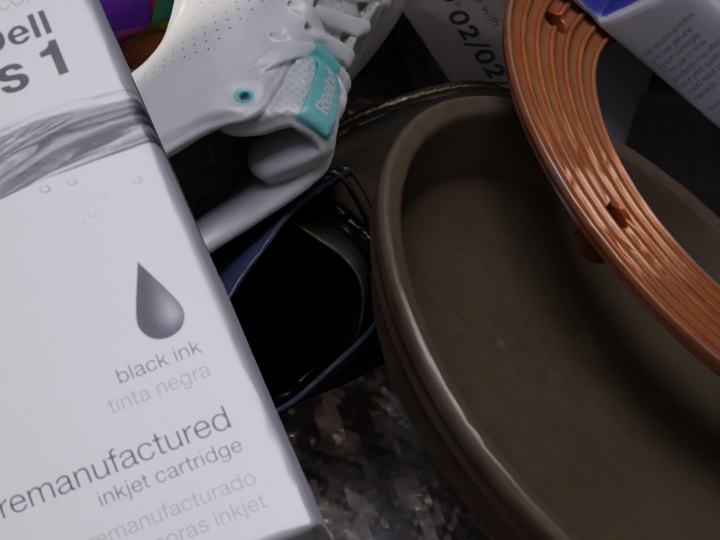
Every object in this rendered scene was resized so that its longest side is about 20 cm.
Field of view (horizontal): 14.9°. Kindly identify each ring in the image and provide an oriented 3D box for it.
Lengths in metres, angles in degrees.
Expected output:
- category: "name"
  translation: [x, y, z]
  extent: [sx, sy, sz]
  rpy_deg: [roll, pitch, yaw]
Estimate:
- category: "ring"
  translation: [0.119, -0.021, 0.868]
  extent: [0.200, 0.019, 0.200]
  rpy_deg: [29, 35, -23]

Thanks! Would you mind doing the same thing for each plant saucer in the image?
- category: "plant saucer"
  translation: [0.077, 0.035, 0.801]
  extent: [0.200, 0.029, 0.200]
  rpy_deg: [30, 36, -25]

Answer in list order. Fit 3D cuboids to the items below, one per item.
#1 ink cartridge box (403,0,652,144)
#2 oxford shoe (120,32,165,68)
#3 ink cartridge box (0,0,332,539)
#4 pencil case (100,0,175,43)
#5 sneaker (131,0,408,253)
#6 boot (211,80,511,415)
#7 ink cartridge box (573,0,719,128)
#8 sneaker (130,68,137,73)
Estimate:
- category: "ink cartridge box"
  translation: [0.058, -0.130, 0.958]
  extent: [0.068, 0.115, 0.200]
  rpy_deg: [-17, 34, 33]
- category: "oxford shoe"
  translation: [-0.033, -0.108, 0.972]
  extent: [0.071, 0.071, 0.200]
  rpy_deg: [24, 49, 24]
- category: "ink cartridge box"
  translation: [-0.108, 0.017, 0.691]
  extent: [0.146, 0.084, 0.200]
  rpy_deg: [-23, 67, -5]
- category: "pencil case"
  translation: [-0.115, -0.093, 0.853]
  extent: [0.200, 0.088, 0.088]
  rpy_deg: [-14, 47, -19]
- category: "sneaker"
  translation: [-0.025, -0.058, 0.796]
  extent: [0.200, 0.075, 0.088]
  rpy_deg: [-52, 29, -16]
- category: "boot"
  translation: [0.000, 0.000, 0.832]
  extent: [0.200, 0.097, 0.075]
  rpy_deg: [-38, 102, -26]
- category: "ink cartridge box"
  translation: [0.156, -0.109, 0.930]
  extent: [0.200, 0.043, 0.196]
  rpy_deg: [40, 41, -11]
- category: "sneaker"
  translation: [-0.123, -0.004, 0.843]
  extent: [0.200, 0.079, 0.089]
  rpy_deg: [-17, 88, -23]
